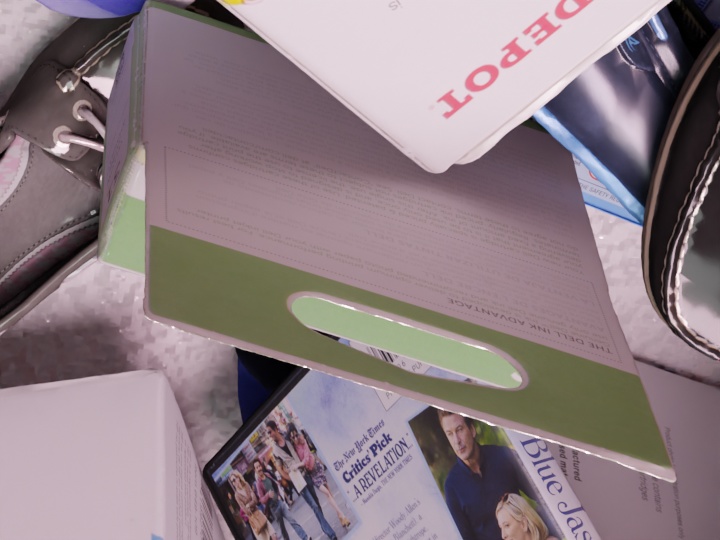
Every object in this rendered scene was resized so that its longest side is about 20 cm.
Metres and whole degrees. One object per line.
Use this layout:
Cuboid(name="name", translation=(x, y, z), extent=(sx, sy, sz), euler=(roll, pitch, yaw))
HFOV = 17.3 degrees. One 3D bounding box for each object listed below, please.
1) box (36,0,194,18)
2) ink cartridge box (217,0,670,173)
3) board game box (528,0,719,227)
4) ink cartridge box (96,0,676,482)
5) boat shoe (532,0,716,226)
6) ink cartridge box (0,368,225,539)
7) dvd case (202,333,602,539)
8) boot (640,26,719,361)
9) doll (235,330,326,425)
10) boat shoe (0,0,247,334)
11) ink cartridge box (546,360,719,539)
Cuboid(name="box", translation=(-0.038, -0.157, 0.681), extent=(0.200, 0.042, 0.119), euler=(-36, 141, 17))
Cuboid(name="ink cartridge box", translation=(0.006, -0.138, 0.620), extent=(0.147, 0.086, 0.200), euler=(-37, 136, 16))
Cuboid(name="board game box", translation=(0.117, -0.104, 0.754), extent=(0.150, 0.037, 0.201), euler=(21, 123, -13))
Cuboid(name="ink cartridge box", translation=(0.000, 0.000, 0.660), extent=(0.145, 0.200, 0.048), euler=(17, 118, -13))
Cuboid(name="boat shoe", translation=(0.122, -0.034, 0.733), extent=(0.200, 0.084, 0.069), euler=(37, 114, -26))
Cuboid(name="ink cartridge box", translation=(-0.117, 0.159, 0.844), extent=(0.145, 0.147, 0.201), euler=(-8, 141, 5))
Cuboid(name="dvd case", translation=(0.029, 0.113, 0.764), extent=(0.017, 0.201, 0.143), euler=(-12, 155, -42))
Cuboid(name="boot", translation=(0.140, -0.038, 0.618), extent=(0.073, 0.151, 0.201), euler=(30, 112, -10))
Cuboid(name="doll", translation=(-0.005, 0.020, 0.825), extent=(0.136, 0.049, 0.201), euler=(10, 129, 19))
Cuboid(name="boat shoe", translation=(-0.110, -0.020, 0.804), extent=(0.067, 0.057, 0.200), euler=(38, 117, -23))
Cuboid(name="ink cartridge box", translation=(0.125, 0.143, 0.859), extent=(0.199, 0.145, 0.148), euler=(19, 123, -12))
